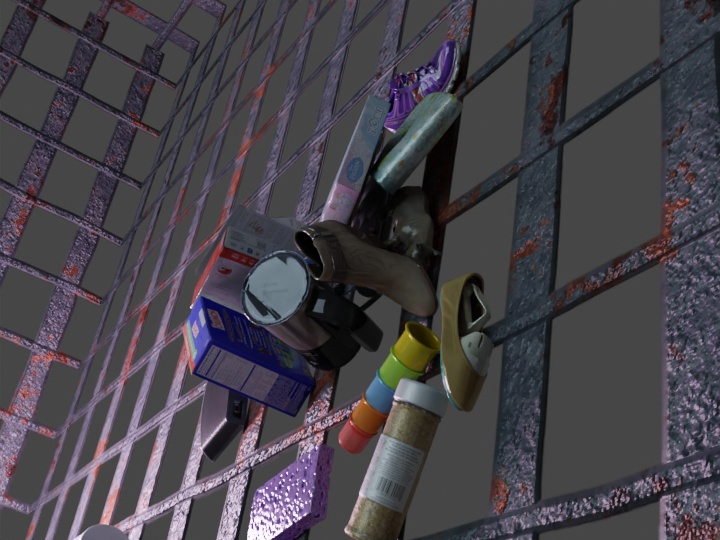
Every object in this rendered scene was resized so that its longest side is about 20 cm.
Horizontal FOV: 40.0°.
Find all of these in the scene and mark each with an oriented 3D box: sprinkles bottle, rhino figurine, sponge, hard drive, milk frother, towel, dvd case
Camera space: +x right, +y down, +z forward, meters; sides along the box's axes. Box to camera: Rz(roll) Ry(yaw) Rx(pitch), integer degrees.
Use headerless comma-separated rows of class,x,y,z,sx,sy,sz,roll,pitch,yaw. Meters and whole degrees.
sprinkles bottle,0.045,0.237,1.212,0.068,0.067,0.203,1,67,65
rhino figurine,0.075,-0.052,1.456,0.088,0.059,0.202,-48,30,26
sponge,-0.108,0.348,1.476,0.200,0.029,0.113,-43,31,42
hard drive,-0.259,0.247,1.884,0.135,0.042,0.202,-49,27,32
milk frother,-0.051,0.021,1.478,0.177,0.188,0.204,-6,63,25
towel,0.080,-0.202,1.530,0.172,0.048,0.200,-52,9,6
dvd case,0.014,-0.095,1.676,0.150,0.024,0.203,-32,39,52

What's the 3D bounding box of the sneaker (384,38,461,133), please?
sneaker,0.095,-0.308,1.646,0.200,0.083,0.081,-47,29,33

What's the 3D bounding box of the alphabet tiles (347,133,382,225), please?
alphabet tiles,-0.002,-0.126,1.613,0.201,0.006,0.168,-75,6,-59

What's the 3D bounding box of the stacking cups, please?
stacking cups,0.031,0.161,1.331,0.201,0.060,0.061,-54,25,22

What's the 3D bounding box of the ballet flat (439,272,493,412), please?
ballet flat,0.131,0.077,1.203,0.063,0.068,0.202,-32,37,27

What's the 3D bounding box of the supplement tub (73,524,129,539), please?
supplement tub,-0.555,0.623,2.008,0.201,0.139,0.142,-49,27,30

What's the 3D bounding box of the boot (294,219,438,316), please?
boot,0.000,0.000,1.369,0.200,0.144,0.071,44,122,39

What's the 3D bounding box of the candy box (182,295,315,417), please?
candy box,-0.188,0.141,1.643,0.078,0.198,0.169,-57,24,13

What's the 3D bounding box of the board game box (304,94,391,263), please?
board game box,-0.020,-0.137,1.555,0.200,0.043,0.202,115,175,-51

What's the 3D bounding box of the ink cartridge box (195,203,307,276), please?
ink cartridge box,-0.180,-0.031,1.799,0.164,0.198,0.057,-54,27,19

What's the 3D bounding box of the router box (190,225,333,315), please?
router box,-0.168,0.029,1.689,0.180,0.197,0.049,126,158,-44
